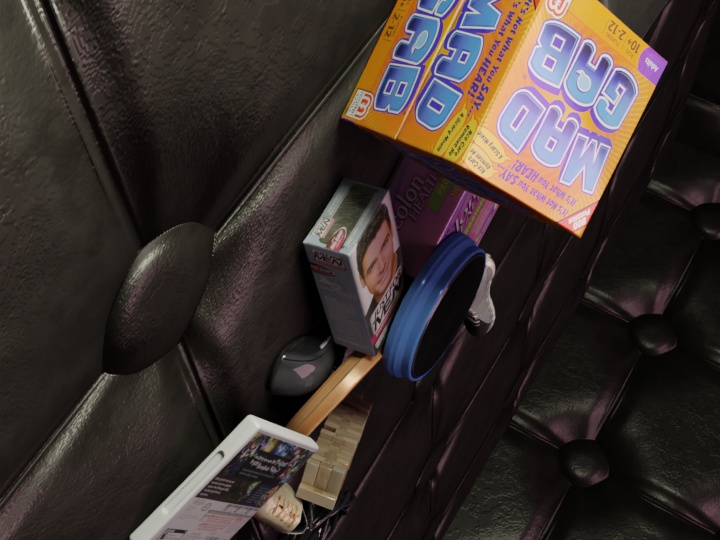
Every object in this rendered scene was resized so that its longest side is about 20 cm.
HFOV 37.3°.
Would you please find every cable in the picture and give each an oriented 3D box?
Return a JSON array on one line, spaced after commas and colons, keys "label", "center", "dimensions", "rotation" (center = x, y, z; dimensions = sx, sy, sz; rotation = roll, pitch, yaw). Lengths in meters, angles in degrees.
[{"label": "cable", "center": [-0.071, 0.416, 1.676], "dimensions": [0.164, 0.051, 0.200], "rotation": [-65, 162, 7]}]

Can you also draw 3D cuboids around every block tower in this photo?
[{"label": "block tower", "center": [-0.032, 0.237, 1.449], "dimensions": [0.200, 0.054, 0.058], "rotation": [-64, 172, -62]}]

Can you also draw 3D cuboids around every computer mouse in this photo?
[{"label": "computer mouse", "center": [-0.037, 0.086, 1.323], "dimensions": [0.200, 0.046, 0.141], "rotation": [-16, 131, -66]}]

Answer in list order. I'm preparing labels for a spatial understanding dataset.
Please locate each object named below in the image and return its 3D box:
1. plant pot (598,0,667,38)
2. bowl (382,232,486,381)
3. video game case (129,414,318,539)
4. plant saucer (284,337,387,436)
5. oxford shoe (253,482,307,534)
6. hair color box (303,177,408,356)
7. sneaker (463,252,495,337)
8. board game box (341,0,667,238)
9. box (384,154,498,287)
[{"label": "plant pot", "center": [0.247, -0.372, 1.265], "dimensions": [0.200, 0.198, 0.178], "rotation": [-52, 148, -30]}, {"label": "bowl", "center": [0.097, 0.049, 1.348], "dimensions": [0.201, 0.039, 0.201], "rotation": [-52, 160, -28]}, {"label": "video game case", "center": [-0.145, 0.243, 1.188], "dimensions": [0.182, 0.023, 0.200], "rotation": [-45, 157, 0]}, {"label": "plant saucer", "center": [-0.035, 0.155, 1.363], "dimensions": [0.200, 0.032, 0.200], "rotation": [-47, 175, -5]}, {"label": "oxford shoe", "center": [-0.108, 0.293, 1.367], "dimensions": [0.071, 0.073, 0.200], "rotation": [-58, 161, -13]}, {"label": "hair color box", "center": [0.000, 0.000, 1.230], "dimensions": [0.099, 0.060, 0.201], "rotation": [-59, 154, -29]}, {"label": "sneaker", "center": [0.177, 0.063, 1.856], "dimensions": [0.115, 0.075, 0.201], "rotation": [-44, 144, -34]}, {"label": "board game box", "center": [0.145, -0.184, 1.090], "dimensions": [0.199, 0.199, 0.201], "rotation": [24, 93, -41]}, {"label": "box", "center": [0.095, -0.066, 1.396], "dimensions": [0.177, 0.096, 0.200], "rotation": [-62, 161, -4]}]
